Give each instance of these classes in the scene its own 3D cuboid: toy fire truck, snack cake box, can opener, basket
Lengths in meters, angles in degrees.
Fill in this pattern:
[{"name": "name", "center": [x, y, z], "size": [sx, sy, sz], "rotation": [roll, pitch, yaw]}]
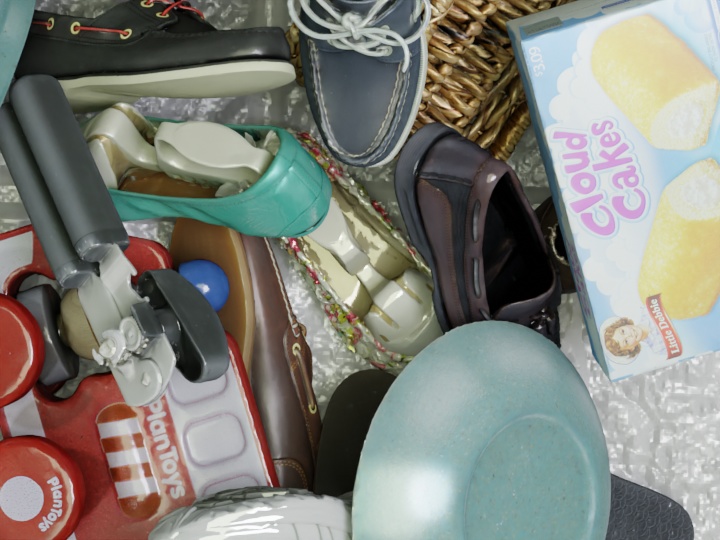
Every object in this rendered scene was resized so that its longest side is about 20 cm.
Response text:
[{"name": "toy fire truck", "center": [-0.142, 0.067, 1.664], "size": [0.167, 0.112, 0.201], "rotation": [-16, 87, 5]}, {"name": "snack cake box", "center": [0.161, -0.053, 1.631], "size": [0.114, 0.067, 0.201], "rotation": [-17, 105, -1]}, {"name": "can opener", "center": [-0.141, -0.015, 1.617], "size": [0.053, 0.066, 0.201], "rotation": [-46, 65, 42]}, {"name": "basket", "center": [0.064, -0.153, 1.657], "size": [0.149, 0.143, 0.200], "rotation": [38, 92, -3]}]

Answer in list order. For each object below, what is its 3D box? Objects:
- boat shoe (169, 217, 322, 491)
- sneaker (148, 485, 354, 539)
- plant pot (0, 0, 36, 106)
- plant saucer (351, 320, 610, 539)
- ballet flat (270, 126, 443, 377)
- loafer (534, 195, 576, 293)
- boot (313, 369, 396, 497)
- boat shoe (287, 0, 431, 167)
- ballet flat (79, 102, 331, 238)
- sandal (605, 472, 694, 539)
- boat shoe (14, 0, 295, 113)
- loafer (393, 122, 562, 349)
[{"name": "boat shoe", "center": [-0.061, 0.055, 1.708], "size": [0.070, 0.070, 0.201], "rotation": [-13, 99, -41]}, {"name": "sneaker", "center": [-0.023, 0.167, 1.607], "size": [0.199, 0.078, 0.100], "rotation": [2, 88, -30]}, {"name": "plant pot", "center": [-0.259, -0.131, 1.632], "size": [0.134, 0.200, 0.201], "rotation": [22, 92, -17]}, {"name": "plant saucer", "center": [0.080, 0.129, 1.624], "size": [0.200, 0.039, 0.203], "rotation": [-4, 97, -42]}, {"name": "ballet flat", "center": [0.000, 0.000, 1.703], "size": [0.200, 0.064, 0.076], "rotation": [45, 90, -4]}, {"name": "loafer", "center": [0.178, -0.058, 1.701], "size": [0.073, 0.071, 0.200], "rotation": [45, 91, -4]}, {"name": "boot", "center": [0.010, 0.159, 1.710], "size": [0.073, 0.075, 0.201], "rotation": [-6, 83, -7]}, {"name": "boat shoe", "center": [0.003, -0.148, 1.558], "size": [0.074, 0.062, 0.201], "rotation": [10, 107, 6]}, {"name": "ballet flat", "center": [-0.109, -0.064, 1.655], "size": [0.199, 0.071, 0.068], "rotation": [7, 55, 29]}, {"name": "sandal", "center": [0.103, 0.124, 1.713], "size": [0.200, 0.043, 0.076], "rotation": [37, 80, -21]}, {"name": "boat shoe", "center": [-0.118, -0.123, 1.645], "size": [0.201, 0.073, 0.064], "rotation": [0, 84, 42]}, {"name": "loafer", "center": [0.078, 0.001, 1.650], "size": [0.063, 0.200, 0.072], "rotation": [18, 61, 36]}]
